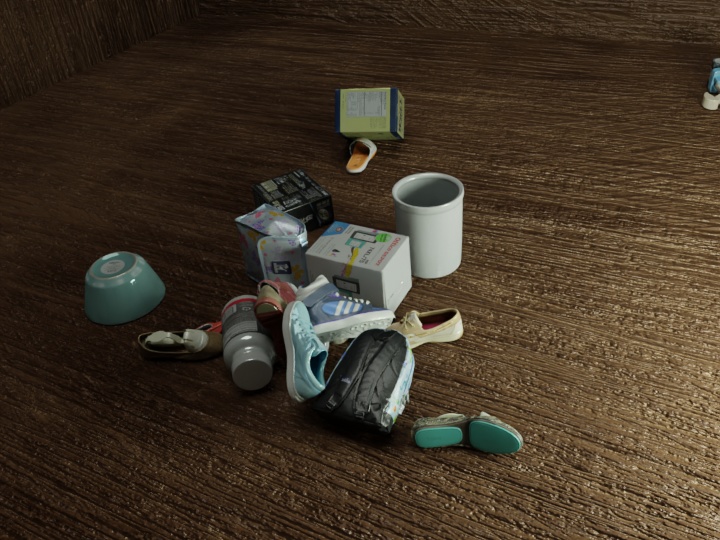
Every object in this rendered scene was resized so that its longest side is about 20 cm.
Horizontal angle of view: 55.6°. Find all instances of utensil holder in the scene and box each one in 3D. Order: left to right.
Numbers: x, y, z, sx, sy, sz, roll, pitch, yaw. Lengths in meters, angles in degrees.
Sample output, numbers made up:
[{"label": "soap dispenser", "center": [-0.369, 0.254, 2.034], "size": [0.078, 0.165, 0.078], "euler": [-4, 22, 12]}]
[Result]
[{"label": "utensil holder", "center": [0.165, -0.109, 1.649], "size": [0.167, 0.202, 0.171], "euler": [-4, 36, 3]}]

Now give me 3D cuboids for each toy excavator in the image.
[{"label": "toy excavator", "center": [1.223, -0.621, 2.289], "size": [0.192, 0.101, 0.202], "euler": [-6, 44, 4]}]

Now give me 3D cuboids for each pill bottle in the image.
[{"label": "pill bottle", "center": [-0.234, 0.152, 1.430], "size": [0.109, 0.112, 0.201], "euler": [-11, 36, -6]}]

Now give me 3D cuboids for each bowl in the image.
[{"label": "bowl", "center": [-0.586, 0.029, 1.662], "size": [0.198, 0.106, 0.202], "euler": [-4, 36, 3]}]

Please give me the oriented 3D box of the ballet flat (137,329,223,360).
[{"label": "ballet flat", "center": [-0.392, 0.154, 1.479], "size": [0.197, 0.073, 0.069], "euler": [0, 60, 8]}]

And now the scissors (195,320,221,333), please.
[{"label": "scissors", "center": [-0.305, 0.114, 1.576], "size": [0.073, 0.014, 0.199], "euler": [23, 46, 36]}]

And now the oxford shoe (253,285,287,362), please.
[{"label": "oxford shoe", "center": [-0.150, 0.114, 1.394], "size": [0.070, 0.201, 0.075], "euler": [-16, 35, 10]}]

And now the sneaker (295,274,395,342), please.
[{"label": "sneaker", "center": [-0.038, 0.064, 1.430], "size": [0.197, 0.081, 0.148], "euler": [-10, 61, -14]}]

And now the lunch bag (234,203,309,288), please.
[{"label": "lunch bag", "center": [-0.198, -0.043, 1.642], "size": [0.199, 0.171, 0.127], "euler": [26, 45, 36]}]

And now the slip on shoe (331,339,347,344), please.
[{"label": "slip on shoe", "center": [-0.108, 0.099, 1.525], "size": [0.199, 0.061, 0.076], "euler": [25, 46, 36]}]

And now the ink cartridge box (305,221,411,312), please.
[{"label": "ink cartridge box", "center": [0.000, 0.000, 1.571], "size": [0.198, 0.148, 0.147], "euler": [13, 40, 24]}]

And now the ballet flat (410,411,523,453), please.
[{"label": "ballet flat", "center": [0.190, 0.284, 1.228], "size": [0.197, 0.069, 0.075], "euler": [-1, 20, 12]}]

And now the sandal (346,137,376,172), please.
[{"label": "sandal", "center": [0.002, -0.381, 2.171], "size": [0.078, 0.060, 0.208], "euler": [2, 36, 12]}]

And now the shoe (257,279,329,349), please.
[{"label": "shoe", "center": [-0.148, 0.101, 1.459], "size": [0.091, 0.072, 0.201], "euler": [15, 34, -54]}]

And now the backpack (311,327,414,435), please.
[{"label": "backpack", "center": [0.025, 0.206, 1.299], "size": [0.161, 0.154, 0.202], "euler": [6, 65, 28]}]

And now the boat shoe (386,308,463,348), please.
[{"label": "boat shoe", "center": [0.120, 0.118, 1.455], "size": [0.197, 0.070, 0.074], "euler": [-11, 36, -4]}]

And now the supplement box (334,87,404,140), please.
[{"label": "supplement box", "center": [0.033, -0.500, 2.197], "size": [0.197, 0.136, 0.200], "euler": [1, 4, 11]}]

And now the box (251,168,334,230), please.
[{"label": "box", "center": [-0.190, -0.189, 1.913], "size": [0.162, 0.087, 0.200], "euler": [-23, 38, -21]}]

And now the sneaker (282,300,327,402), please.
[{"label": "sneaker", "center": [-0.096, 0.146, 1.302], "size": [0.081, 0.074, 0.202], "euler": [-20, 63, 25]}]
